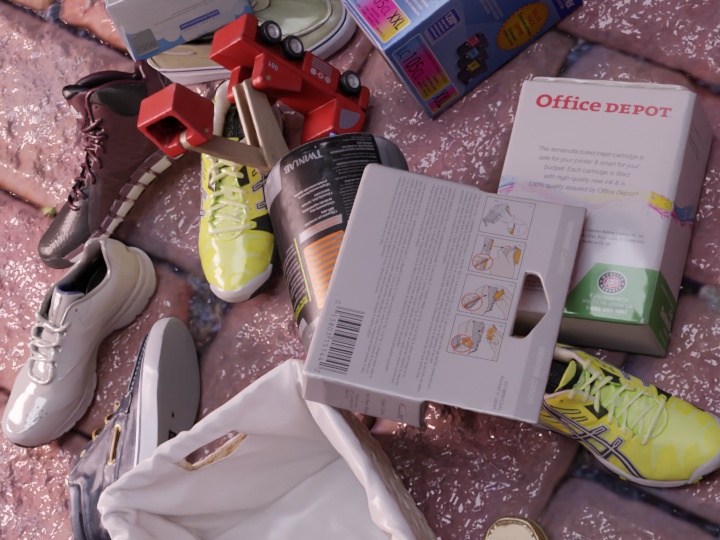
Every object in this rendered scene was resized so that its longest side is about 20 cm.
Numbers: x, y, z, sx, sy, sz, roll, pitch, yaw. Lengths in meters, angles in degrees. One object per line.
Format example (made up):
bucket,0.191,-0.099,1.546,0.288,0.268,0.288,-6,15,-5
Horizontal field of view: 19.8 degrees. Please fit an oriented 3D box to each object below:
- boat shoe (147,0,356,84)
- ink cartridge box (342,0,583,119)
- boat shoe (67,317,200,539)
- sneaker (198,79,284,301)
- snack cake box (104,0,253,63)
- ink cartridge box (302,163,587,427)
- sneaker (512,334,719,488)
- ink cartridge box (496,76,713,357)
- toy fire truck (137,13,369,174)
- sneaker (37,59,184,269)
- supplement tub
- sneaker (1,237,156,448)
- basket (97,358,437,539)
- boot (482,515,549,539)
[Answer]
boat shoe,-0.103,-0.210,1.834,0.200,0.062,0.072,-12,64,16
ink cartridge box,0.099,-0.236,1.723,0.200,0.136,0.076,-39,62,2
boat shoe,-0.192,0.136,1.716,0.091,0.071,0.200,-9,61,25
sneaker,-0.111,-0.070,1.760,0.075,0.076,0.200,-9,65,17
snack cake box,-0.174,-0.280,1.843,0.115,0.067,0.200,-23,39,4
ink cartridge box,0.065,0.024,1.554,0.176,0.045,0.200,13,57,7
sneaker,0.185,0.107,1.576,0.200,0.076,0.075,19,74,26
ink cartridge box,0.185,-0.045,1.636,0.145,0.088,0.200,6,72,23
toy fire truck,-0.082,-0.132,1.712,0.049,0.200,0.141,-23,48,44
sneaker,-0.236,-0.104,1.798,0.200,0.116,0.076,-48,34,-1
supplement tub,0.000,0.000,1.669,0.122,0.123,0.200,-21,62,12
sneaker,-0.255,0.056,1.765,0.074,0.087,0.200,22,78,26
basket,-0.056,0.212,1.577,0.198,0.161,0.200,-35,61,4
boot,0.090,0.260,1.501,0.073,0.155,0.200,2,69,22
